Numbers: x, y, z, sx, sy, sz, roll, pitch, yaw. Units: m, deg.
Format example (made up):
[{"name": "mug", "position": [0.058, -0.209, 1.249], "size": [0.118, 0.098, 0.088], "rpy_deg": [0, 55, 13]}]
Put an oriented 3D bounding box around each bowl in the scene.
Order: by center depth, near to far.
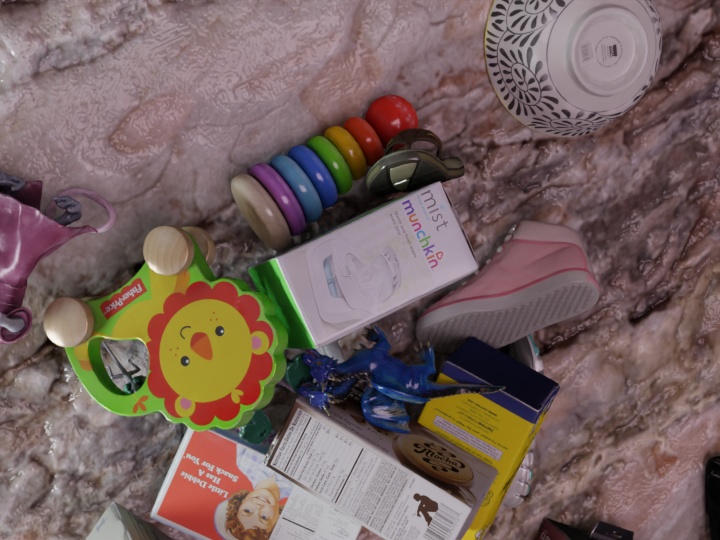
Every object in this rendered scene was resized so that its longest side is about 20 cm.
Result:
[{"name": "bowl", "position": [0.234, -0.229, 1.766], "size": [0.199, 0.094, 0.203], "rpy_deg": [-5, 105, -19]}]

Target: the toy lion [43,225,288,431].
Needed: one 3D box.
[{"name": "toy lion", "position": [-0.171, 0.070, 1.619], "size": [0.199, 0.069, 0.193], "rpy_deg": [-33, 79, 16]}]

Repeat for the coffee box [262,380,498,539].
[{"name": "coffee box", "position": [0.020, 0.191, 1.684], "size": [0.199, 0.113, 0.080], "rpy_deg": [30, 109, 10]}]

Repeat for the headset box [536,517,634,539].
[{"name": "headset box", "position": [0.249, 0.378, 1.941], "size": [0.147, 0.075, 0.202], "rpy_deg": [19, 97, -23]}]

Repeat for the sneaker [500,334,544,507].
[{"name": "sneaker", "position": [0.141, 0.156, 1.848], "size": [0.090, 0.078, 0.202], "rpy_deg": [4, 101, -15]}]

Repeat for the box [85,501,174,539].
[{"name": "box", "position": [-0.193, 0.345, 1.748], "size": [0.199, 0.128, 0.109], "rpy_deg": [36, 91, -23]}]

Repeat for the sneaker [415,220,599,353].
[{"name": "sneaker", "position": [0.149, 0.014, 1.819], "size": [0.198, 0.105, 0.075], "rpy_deg": [-20, 139, 17]}]

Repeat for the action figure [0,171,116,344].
[{"name": "action figure", "position": [-0.343, 0.005, 1.641], "size": [0.148, 0.133, 0.202], "rpy_deg": [-10, 126, -58]}]

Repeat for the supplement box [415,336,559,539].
[{"name": "supplement box", "position": [0.107, 0.189, 1.775], "size": [0.109, 0.109, 0.201], "rpy_deg": [28, 109, 11]}]

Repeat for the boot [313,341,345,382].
[{"name": "boot", "position": [-0.045, 0.170, 1.786], "size": [0.095, 0.074, 0.202], "rpy_deg": [-14, 103, -7]}]

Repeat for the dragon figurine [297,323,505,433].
[{"name": "dragon figurine", "position": [0.034, 0.115, 1.660], "size": [0.198, 0.100, 0.059], "rpy_deg": [23, 132, -7]}]

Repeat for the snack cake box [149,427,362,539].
[{"name": "snack cake box", "position": [-0.096, 0.228, 1.743], "size": [0.198, 0.067, 0.116], "rpy_deg": [25, 107, -3]}]

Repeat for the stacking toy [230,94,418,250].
[{"name": "stacking toy", "position": [-0.028, -0.109, 1.718], "size": [0.199, 0.085, 0.086], "rpy_deg": [-36, 113, -12]}]

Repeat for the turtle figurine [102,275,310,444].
[{"name": "turtle figurine", "position": [-0.148, 0.079, 1.684], "size": [0.151, 0.199, 0.100], "rpy_deg": [-62, 150, 4]}]

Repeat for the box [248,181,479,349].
[{"name": "box", "position": [0.000, 0.000, 1.677], "size": [0.175, 0.200, 0.097], "rpy_deg": [-26, 92, -10]}]

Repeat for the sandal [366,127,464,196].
[{"name": "sandal", "position": [0.050, -0.108, 1.696], "size": [0.079, 0.201, 0.058], "rpy_deg": [-12, 90, 13]}]

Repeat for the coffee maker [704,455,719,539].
[{"name": "coffee maker", "position": [0.498, 0.241, 1.979], "size": [0.198, 0.135, 0.194], "rpy_deg": [-9, 84, -18]}]
